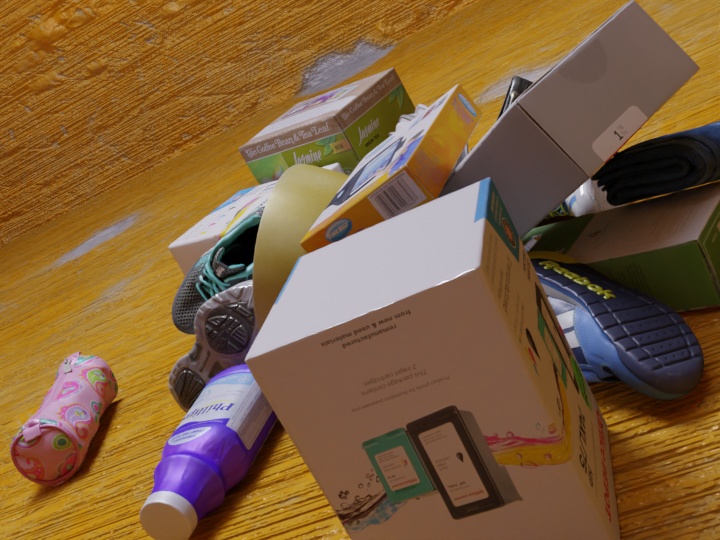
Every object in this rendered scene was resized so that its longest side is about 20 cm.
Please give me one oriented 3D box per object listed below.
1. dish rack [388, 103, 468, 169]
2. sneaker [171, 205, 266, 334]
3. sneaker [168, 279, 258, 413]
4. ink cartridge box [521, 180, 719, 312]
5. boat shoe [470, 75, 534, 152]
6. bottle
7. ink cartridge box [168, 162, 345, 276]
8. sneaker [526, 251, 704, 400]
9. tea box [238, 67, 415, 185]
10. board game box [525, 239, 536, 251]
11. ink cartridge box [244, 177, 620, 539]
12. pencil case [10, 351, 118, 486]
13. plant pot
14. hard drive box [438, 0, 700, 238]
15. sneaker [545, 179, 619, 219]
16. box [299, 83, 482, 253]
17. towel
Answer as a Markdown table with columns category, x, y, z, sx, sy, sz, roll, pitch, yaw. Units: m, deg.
| category | x | y | z | sx | sy | sz | roll | pitch | yaw |
| --- | --- | --- | --- | --- | --- | --- | --- | --- | --- |
| dish rack | 0.073 | -0.086 | 1.084 | 0.043 | 0.173 | 0.200 | -8 | 15 | -11 |
| sneaker | -0.140 | -0.005 | 1.056 | 0.200 | 0.078 | 0.091 | -45 | -9 | 18 |
| sneaker | -0.130 | 0.068 | 1.063 | 0.200 | 0.078 | 0.099 | -49 | -8 | 38 |
| ink cartridge box | 0.210 | -0.007 | 0.832 | 0.199 | 0.060 | 0.104 | -14 | 22 | 41 |
| boat shoe | 0.140 | -0.107 | 1.065 | 0.071 | 0.063 | 0.201 | -87 | 22 | -76 |
| bottle | -0.135 | 0.163 | 0.909 | 0.083 | 0.066 | 0.200 | -20 | 20 | 26 |
| ink cartridge box | -0.098 | -0.020 | 1.219 | 0.199 | 0.145 | 0.147 | -9 | 26 | 46 |
| sneaker | 0.169 | 0.051 | 0.737 | 0.074 | 0.083 | 0.200 | -3 | 23 | -27 |
| tea box | -0.014 | -0.125 | 1.290 | 0.199 | 0.197 | 0.134 | -10 | 26 | 48 |
| board game box | 0.080 | -0.009 | 0.892 | 0.040 | 0.153 | 0.200 | -48 | 4 | 35 |
| ink cartridge box | 0.053 | 0.078 | 0.618 | 0.145 | 0.201 | 0.147 | -22 | 19 | 18 |
| pencil case | -0.350 | 0.172 | 1.198 | 0.087 | 0.088 | 0.200 | -27 | 19 | 10 |
| plant pot | 0.000 | 0.000 | 0.989 | 0.141 | 0.201 | 0.200 | 6 | 31 | 19 |
| hard drive box | 0.149 | -0.097 | 0.802 | 0.156 | 0.077 | 0.200 | -42 | -5 | -28 |
| sneaker | 0.211 | -0.073 | 1.030 | 0.105 | 0.076 | 0.200 | -44 | 12 | 25 |
| box | 0.033 | -0.084 | 0.836 | 0.119 | 0.042 | 0.200 | -35 | 15 | 32 |
| towel | 0.299 | -0.102 | 0.858 | 0.199 | 0.049 | 0.111 | -16 | 3 | -38 |
